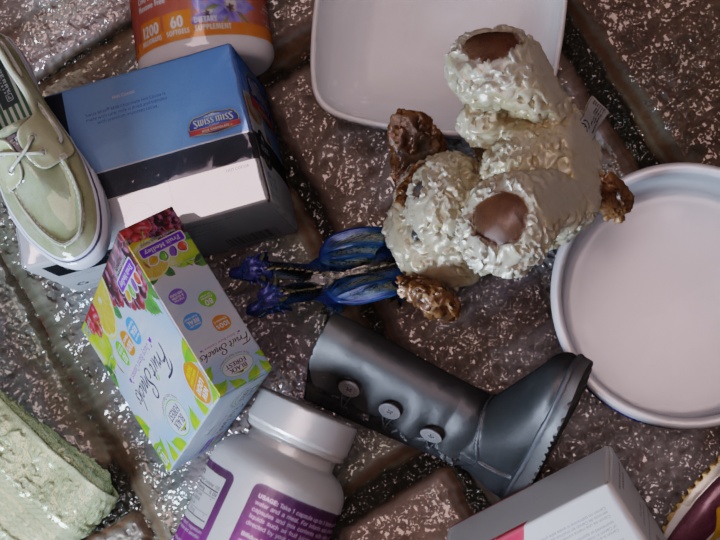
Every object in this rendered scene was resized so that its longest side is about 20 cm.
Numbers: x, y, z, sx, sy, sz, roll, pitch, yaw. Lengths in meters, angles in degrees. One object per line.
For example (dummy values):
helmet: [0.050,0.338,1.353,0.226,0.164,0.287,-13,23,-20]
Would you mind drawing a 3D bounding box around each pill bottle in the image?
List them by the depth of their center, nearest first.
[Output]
pill bottle: [-0.080,0.197,1.171,0.112,0.112,0.201,24,86,10]
pill bottle: [-0.137,-0.256,1.237,0.112,0.112,0.201,-10,82,6]

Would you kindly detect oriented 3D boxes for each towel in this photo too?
towel: [-0.310,0.175,1.241,0.200,0.036,0.149,37,89,10]

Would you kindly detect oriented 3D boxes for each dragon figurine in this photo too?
dragon figurine: [0.000,0.000,1.192,0.199,0.099,0.059,-13,82,5]

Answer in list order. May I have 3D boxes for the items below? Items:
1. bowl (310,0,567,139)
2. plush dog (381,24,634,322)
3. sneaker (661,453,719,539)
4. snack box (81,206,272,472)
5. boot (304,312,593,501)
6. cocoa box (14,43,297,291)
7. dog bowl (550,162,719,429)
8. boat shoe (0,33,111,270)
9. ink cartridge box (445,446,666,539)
bowl: [0.065,-0.201,1.224,0.199,0.075,0.201,7,83,7]
plush dog: [0.091,-0.054,1.123,0.171,0.160,0.201,-22,57,35]
sneaker: [0.311,0.164,1.145,0.090,0.075,0.200,43,90,15]
snack box: [-0.144,0.058,1.155,0.053,0.200,0.143,-29,79,-26]
boot: [0.060,0.083,1.155,0.199,0.165,0.066,30,42,11]
cocoa box: [-0.167,-0.078,1.206,0.199,0.133,0.132,-15,79,5]
dog bowl: [0.247,0.022,1.169,0.199,0.079,0.201,-1,83,8]
boat shoe: [-0.250,-0.091,1.120,0.072,0.062,0.201,-31,77,4]
ink cartridge box: [0.170,0.255,1.110,0.145,0.083,0.201,-30,97,14]
